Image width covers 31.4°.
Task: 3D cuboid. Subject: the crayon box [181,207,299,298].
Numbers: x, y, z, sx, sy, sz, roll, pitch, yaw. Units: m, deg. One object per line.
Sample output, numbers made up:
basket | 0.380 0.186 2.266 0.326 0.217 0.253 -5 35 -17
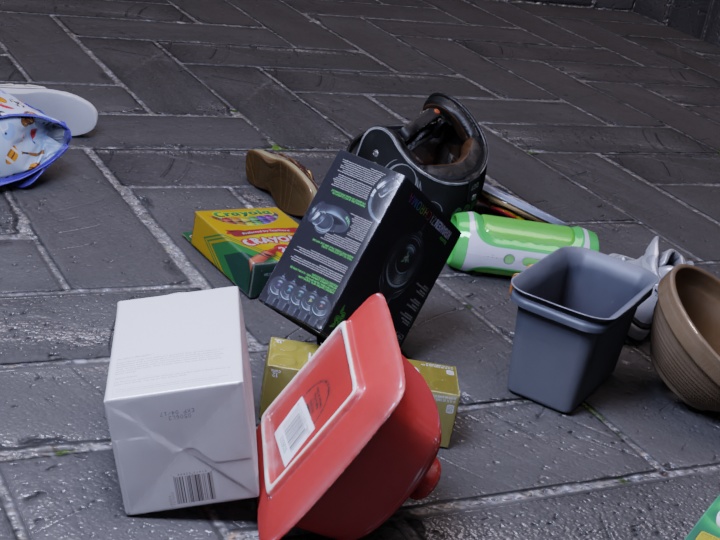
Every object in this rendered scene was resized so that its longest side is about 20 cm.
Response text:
crayon box | -0.134 -0.033 1.658 0.127 0.051 0.200 -6 27 -34

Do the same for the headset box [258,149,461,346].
headset box | 0.000 0.000 1.398 0.093 0.200 0.174 25 -7 31

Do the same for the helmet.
helmet | 0.078 -0.143 1.836 0.200 0.191 0.200 10 60 -18

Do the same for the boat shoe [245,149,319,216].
boat shoe | -0.099 -0.134 1.894 0.072 0.072 0.200 -5 21 -31

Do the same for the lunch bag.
lunch bag | -0.523 -0.186 1.755 0.170 0.124 0.200 26 35 35

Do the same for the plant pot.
plant pot | 0.404 0.097 1.490 0.201 0.093 0.201 31 31 -21

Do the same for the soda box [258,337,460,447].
soda box | -0.002 0.125 1.321 0.200 0.064 0.068 9 22 -4

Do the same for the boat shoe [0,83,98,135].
boat shoe | -0.506 -0.258 2.008 0.200 0.072 0.066 3 27 4

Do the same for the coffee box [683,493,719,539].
coffee box | 0.368 0.265 1.180 0.123 0.044 0.200 22 25 25

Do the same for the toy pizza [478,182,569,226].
toy pizza | 0.226 -0.097 1.949 0.200 0.032 0.200 25 7 -3

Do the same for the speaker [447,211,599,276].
speaker | 0.223 -0.030 1.769 0.200 0.089 0.088 8 23 -7

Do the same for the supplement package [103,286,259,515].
supplement package | -0.160 0.113 1.176 0.121 0.120 0.200 -8 24 -3

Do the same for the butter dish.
butter dish | 0.008 0.156 1.146 0.148 0.199 0.200 35 16 -21

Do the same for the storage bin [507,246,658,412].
storage bin | 0.237 0.067 1.477 0.145 0.134 0.200 21 24 24

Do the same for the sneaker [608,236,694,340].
sneaker | 0.379 0.005 1.696 0.075 0.115 0.200 35 23 -11
